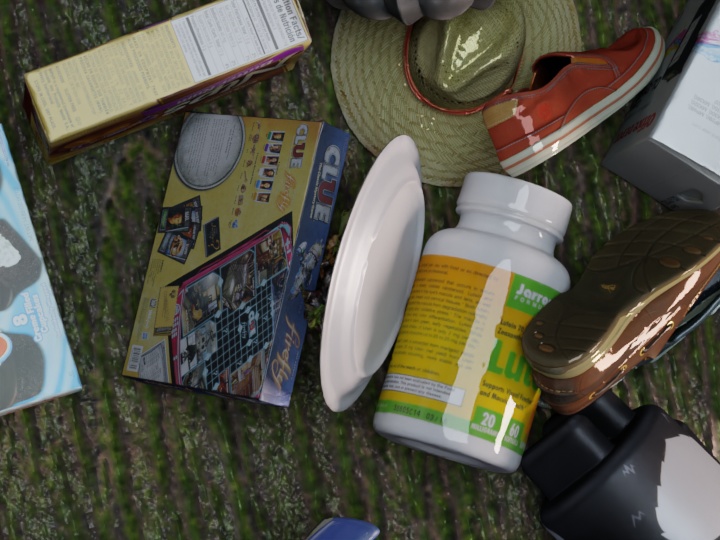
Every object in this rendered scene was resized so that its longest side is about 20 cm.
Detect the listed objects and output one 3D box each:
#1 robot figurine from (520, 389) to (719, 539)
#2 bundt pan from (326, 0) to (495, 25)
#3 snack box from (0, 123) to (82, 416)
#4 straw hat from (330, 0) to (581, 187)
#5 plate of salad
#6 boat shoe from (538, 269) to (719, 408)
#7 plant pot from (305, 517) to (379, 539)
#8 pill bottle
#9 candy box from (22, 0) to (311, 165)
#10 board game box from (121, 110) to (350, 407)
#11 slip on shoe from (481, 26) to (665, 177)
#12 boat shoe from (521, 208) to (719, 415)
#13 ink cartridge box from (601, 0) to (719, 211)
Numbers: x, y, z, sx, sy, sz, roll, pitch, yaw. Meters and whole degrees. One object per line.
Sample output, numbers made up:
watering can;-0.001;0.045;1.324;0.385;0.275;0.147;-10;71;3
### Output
robot figurine;0.212;0.177;1.715;0.200;0.125;0.150;45;80;-2
bundt pan;0.046;-0.243;1.715;0.201;0.202;0.076;-16;125;-9
snack box;-0.283;0.007;1.705;0.116;0.037;0.201;-17;87;-9
straw hat;0.079;-0.166;1.750;0.200;0.085;0.202;1;84;-9
plate of salad;0.000;0.000;1.674;0.048;0.200;0.201;15;82;15
boat shoe;0.205;0.032;1.760;0.200;0.062;0.073;-33;90;-10
plant pot;-0.008;0.285;1.643;0.180;0.200;0.200;43;81;5
pill bottle;0.088;0.036;1.718;0.111;0.111;0.201;18;82;-6
candy box;-0.141;-0.142;1.702;0.199;0.117;0.057;-21;88;-10
board game box;-0.089;-0.010;1.694;0.035;0.135;0.201;22;79;-51
slip on shoe;0.158;-0.137;1.732;0.200;0.074;0.061;-37;97;-41
boat shoe;0.193;0.028;1.703;0.200;0.072;0.068;-39;134;-28
ink cartridge box;0.270;-0.151;1.745;0.083;0.146;0.200;30;81;-5
